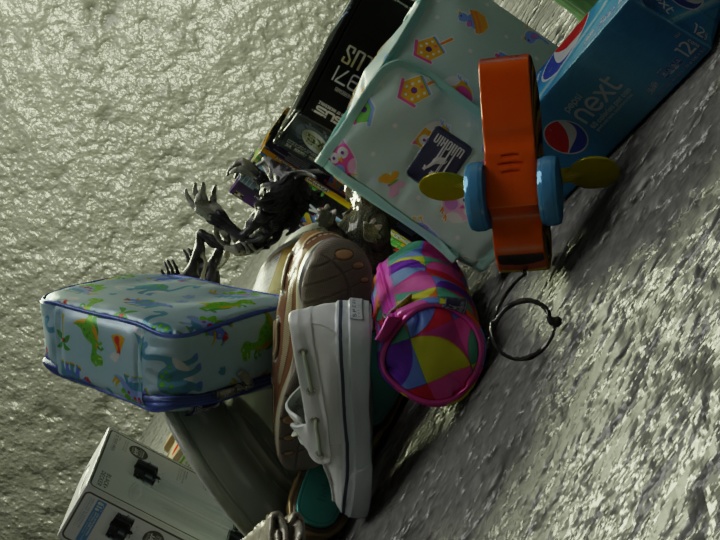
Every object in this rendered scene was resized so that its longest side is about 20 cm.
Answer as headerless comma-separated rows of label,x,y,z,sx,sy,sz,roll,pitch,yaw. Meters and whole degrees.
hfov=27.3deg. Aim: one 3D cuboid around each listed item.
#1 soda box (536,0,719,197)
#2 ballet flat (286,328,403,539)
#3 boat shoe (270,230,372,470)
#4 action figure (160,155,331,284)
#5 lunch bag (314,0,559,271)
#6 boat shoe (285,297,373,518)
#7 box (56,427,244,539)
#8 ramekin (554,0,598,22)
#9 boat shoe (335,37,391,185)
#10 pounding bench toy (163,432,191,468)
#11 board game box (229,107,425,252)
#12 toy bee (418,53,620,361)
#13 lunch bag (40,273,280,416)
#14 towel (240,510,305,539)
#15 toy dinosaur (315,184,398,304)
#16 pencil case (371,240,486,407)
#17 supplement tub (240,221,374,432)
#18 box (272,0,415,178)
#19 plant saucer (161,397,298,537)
soda box,0.172,-0.137,1.057,0.200,0.068,0.064,-50,13,51
ballet flat,-0.015,0.139,1.252,0.063,0.068,0.200,106,-171,-63
boat shoe,-0.036,0.062,1.179,0.072,0.075,0.201,42,124,58
action figure,-0.117,-0.056,1.443,0.200,0.102,0.119,-43,-9,28
lunch bag,0.075,-0.115,1.196,0.200,0.170,0.122,-59,7,-30
boat shoe,-0.024,0.103,1.125,0.074,0.067,0.201,-87,-2,-59
box,-0.158,0.231,1.317,0.060,0.200,0.117,-59,10,18
ramekin,0.217,-0.316,1.287,0.200,0.098,0.200,-58,9,14
boat shoe,0.026,-0.144,1.297,0.069,0.074,0.200,-16,35,55
pounding bench toy,-0.122,0.179,1.532,0.200,0.124,0.156,-55,9,30
board game box,-0.026,-0.072,1.548,0.057,0.200,0.165,-61,8,-22
toy bee,0.103,-0.042,1.025,0.109,0.131,0.201,33,-105,-74
lunch bag,-0.158,0.055,1.249,0.161,0.200,0.083,-16,-70,-46
towel,-0.080,0.268,1.139,0.200,0.034,0.133,133,141,-61
toy dinosaur,0.000,0.000,1.270,0.102,0.077,0.201,19,-105,-65
pencil case,0.049,0.036,1.148,0.089,0.088,0.200,-59,7,10
supplement tub,-0.039,0.054,1.401,0.145,0.144,0.200,-55,10,31
box,0.046,-0.149,1.389,0.164,0.200,0.086,-63,9,-22
plant saucer,-0.098,0.164,1.281,0.050,0.200,0.200,-37,10,2
